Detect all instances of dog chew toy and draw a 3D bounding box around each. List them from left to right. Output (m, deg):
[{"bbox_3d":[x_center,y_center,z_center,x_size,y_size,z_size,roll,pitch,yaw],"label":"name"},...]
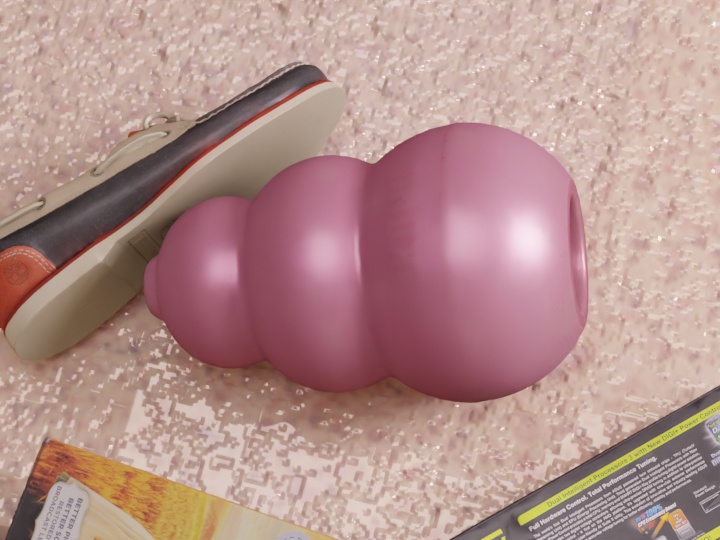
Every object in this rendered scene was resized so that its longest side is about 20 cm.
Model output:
[{"bbox_3d":[0.000,0.000,1.013,0.199,0.125,0.125,-4,70,12],"label":"dog chew toy"}]

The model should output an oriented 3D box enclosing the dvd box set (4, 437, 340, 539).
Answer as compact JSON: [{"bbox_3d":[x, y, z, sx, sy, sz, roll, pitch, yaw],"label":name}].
[{"bbox_3d":[-0.075,0.171,0.976,0.199,0.029,0.147,17,81,21],"label":"dvd box set"}]

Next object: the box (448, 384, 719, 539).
[{"bbox_3d":[0.130,0.159,0.979,0.199,0.044,0.161,-29,70,-6],"label":"box"}]

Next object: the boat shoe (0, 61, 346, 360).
[{"bbox_3d":[-0.098,-0.040,1.061,0.200,0.071,0.063,-37,63,-3],"label":"boat shoe"}]
